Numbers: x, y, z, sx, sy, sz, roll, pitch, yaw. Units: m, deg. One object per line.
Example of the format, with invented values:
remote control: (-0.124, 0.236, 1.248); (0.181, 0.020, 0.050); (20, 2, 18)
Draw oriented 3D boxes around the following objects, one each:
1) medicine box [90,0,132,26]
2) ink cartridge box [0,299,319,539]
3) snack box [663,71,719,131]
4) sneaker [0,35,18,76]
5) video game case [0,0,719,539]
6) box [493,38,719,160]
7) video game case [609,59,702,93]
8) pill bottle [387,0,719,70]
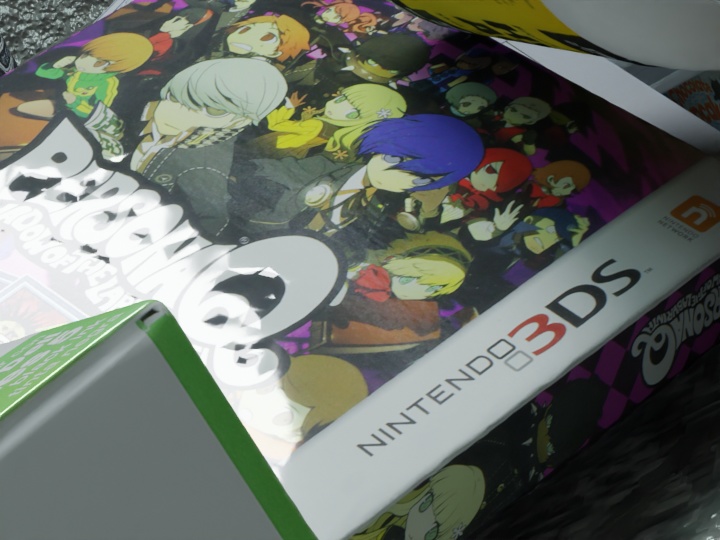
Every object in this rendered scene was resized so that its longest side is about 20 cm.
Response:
medicine box: (-0.068, -0.022, 0.906); (0.182, 0.103, 0.200); (-42, 20, 23)
ink cartridge box: (-0.078, 0.098, 0.518); (0.084, 0.146, 0.200); (-40, 15, -32)
snack box: (0.174, -0.089, 0.870); (0.116, 0.037, 0.200); (-36, 12, -10)
sneaker: (-0.166, -0.048, 0.918); (0.081, 0.075, 0.200); (-37, 1, -17)
video game case: (-0.021, -0.006, 0.662); (0.181, 0.036, 0.200); (-34, 48, -29)
box: (0.000, 0.000, 0.711); (0.200, 0.041, 0.156); (-31, 47, -23)
video game case: (0.125, -0.111, 0.933); (0.182, 0.024, 0.200); (-29, 14, 28)
pill bottle: (0.066, -0.105, 0.606); (0.111, 0.111, 0.200); (-35, 18, -11)
